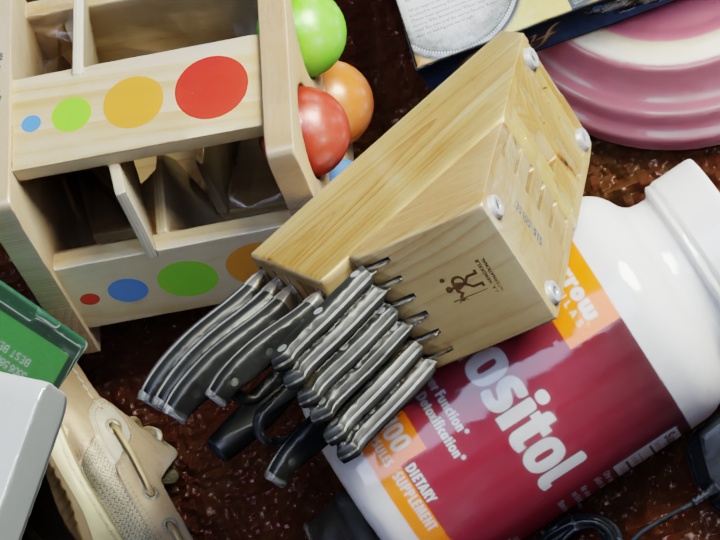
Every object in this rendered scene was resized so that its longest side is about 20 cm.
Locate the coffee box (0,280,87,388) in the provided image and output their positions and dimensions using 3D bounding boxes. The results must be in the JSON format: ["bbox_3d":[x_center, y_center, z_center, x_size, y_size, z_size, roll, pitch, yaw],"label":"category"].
[{"bbox_3d":[-0.224,-0.006,1.341,0.200,0.123,0.044,25,80,44],"label":"coffee box"}]

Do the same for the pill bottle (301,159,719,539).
[{"bbox_3d":[0.082,0.041,1.300,0.200,0.113,0.113,-34,71,3],"label":"pill bottle"}]

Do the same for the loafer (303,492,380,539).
[{"bbox_3d":[-0.004,0.196,1.301,0.071,0.073,0.201,-12,74,8],"label":"loafer"}]

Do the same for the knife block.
[{"bbox_3d":[0.000,0.000,1.263,0.175,0.064,0.200,-22,28,25],"label":"knife block"}]

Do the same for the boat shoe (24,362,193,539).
[{"bbox_3d":[-0.116,0.100,1.363,0.064,0.071,0.200,-12,61,-26],"label":"boat shoe"}]

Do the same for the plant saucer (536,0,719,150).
[{"bbox_3d":[0.142,-0.157,1.368,0.200,0.051,0.201,-3,75,12],"label":"plant saucer"}]

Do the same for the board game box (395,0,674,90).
[{"bbox_3d":[0.102,-0.178,1.339,0.199,0.035,0.136,-19,73,8],"label":"board game box"}]

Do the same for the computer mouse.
[{"bbox_3d":[0.144,0.103,1.317,0.200,0.034,0.059,-34,88,9],"label":"computer mouse"}]

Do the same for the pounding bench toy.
[{"bbox_3d":[-0.076,-0.089,1.360,0.155,0.124,0.200,-11,55,10],"label":"pounding bench toy"}]

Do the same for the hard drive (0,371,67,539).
[{"bbox_3d":[-0.232,0.093,1.273,0.199,0.027,0.132,10,73,27],"label":"hard drive"}]
